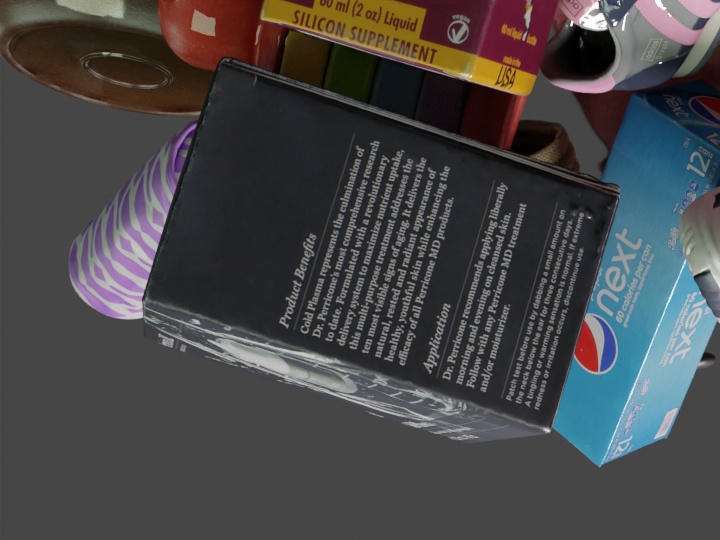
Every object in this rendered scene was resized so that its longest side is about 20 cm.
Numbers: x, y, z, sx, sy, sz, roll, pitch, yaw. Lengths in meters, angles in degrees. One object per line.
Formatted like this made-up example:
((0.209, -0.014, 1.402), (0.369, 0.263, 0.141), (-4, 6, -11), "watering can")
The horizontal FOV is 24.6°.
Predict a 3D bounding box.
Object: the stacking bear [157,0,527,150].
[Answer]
((-0.009, -0.124, 0.859), (0.198, 0.115, 0.121), (18, -175, 6), "stacking bear")

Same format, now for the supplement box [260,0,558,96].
((0.043, -0.191, 0.737), (0.109, 0.085, 0.202), (19, 98, 23), "supplement box")

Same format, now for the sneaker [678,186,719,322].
((0.248, -0.025, 0.783), (0.198, 0.080, 0.129), (9, 149, -43), "sneaker")

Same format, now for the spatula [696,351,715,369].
((0.120, 0.071, 1.017), (0.198, 0.057, 0.021), (-13, 89, 5), "spatula")

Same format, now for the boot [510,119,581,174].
((0.068, -0.010, 1.003), (0.199, 0.073, 0.156), (-10, 126, 38), "boot")

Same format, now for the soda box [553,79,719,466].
((0.156, 0.003, 0.892), (0.068, 0.064, 0.201), (40, 127, 34), "soda box")

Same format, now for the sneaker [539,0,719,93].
((0.135, -0.145, 0.767), (0.201, 0.081, 0.071), (97, 154, -59), "sneaker")

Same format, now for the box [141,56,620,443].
((0.000, 0.000, 0.829), (0.195, 0.125, 0.200), (19, 171, -4), "box")

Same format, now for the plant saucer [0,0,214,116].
((-0.137, -0.132, 0.987), (0.198, 0.032, 0.200), (8, 166, 2), "plant saucer")

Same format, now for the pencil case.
((-0.131, -0.031, 1.143), (0.085, 0.085, 0.200), (24, 150, -23), "pencil case")
